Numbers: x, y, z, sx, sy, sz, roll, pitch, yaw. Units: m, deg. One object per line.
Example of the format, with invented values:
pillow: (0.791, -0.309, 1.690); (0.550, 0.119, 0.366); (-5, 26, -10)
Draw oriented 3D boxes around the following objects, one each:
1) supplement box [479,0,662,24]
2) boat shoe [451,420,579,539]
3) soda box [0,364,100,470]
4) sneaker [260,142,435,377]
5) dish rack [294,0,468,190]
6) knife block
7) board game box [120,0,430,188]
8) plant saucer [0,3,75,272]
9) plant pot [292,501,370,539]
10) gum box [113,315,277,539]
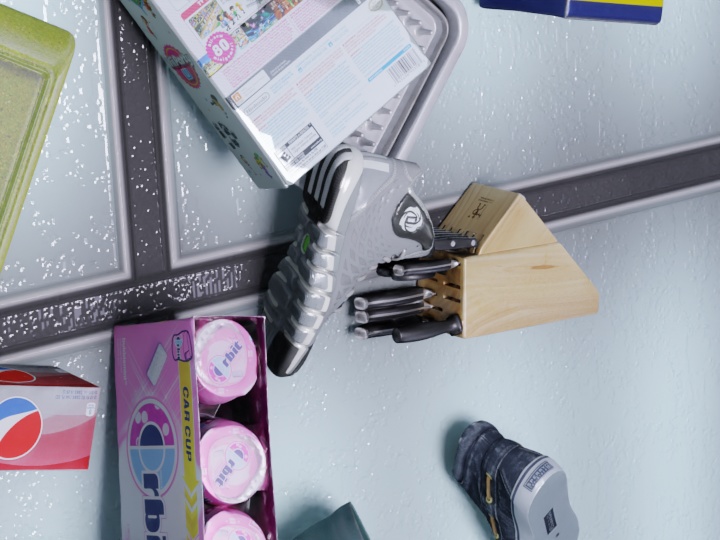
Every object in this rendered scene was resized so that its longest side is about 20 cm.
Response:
supplement box: (0.179, -0.306, 1.619); (0.109, 0.109, 0.202); (-2, 102, -37)
boat shoe: (0.134, 0.203, 1.746); (0.071, 0.091, 0.201); (-42, 149, -22)
soda box: (-0.284, 0.101, 1.391); (0.199, 0.070, 0.064); (4, 99, -38)
sneaker: (0.000, 0.000, 1.547); (0.115, 0.075, 0.201); (4, 121, -28)
dish rack: (-0.014, -0.157, 1.557); (0.171, 0.043, 0.201); (34, 79, -37)
knife block: (0.090, 0.026, 1.667); (0.176, 0.064, 0.200); (-53, 127, -15)
board game box: (-0.068, -0.182, 1.453); (0.147, 0.064, 0.201); (-41, 105, -17)
plant saucer: (-0.293, -0.095, 1.353); (0.199, 0.048, 0.201); (19, 89, -39)
plant pot: (-0.026, 0.301, 1.580); (0.133, 0.201, 0.201); (-24, 118, -1)
gum box: (-0.122, 0.136, 1.467); (0.066, 0.113, 0.202); (-1, 86, -37)
